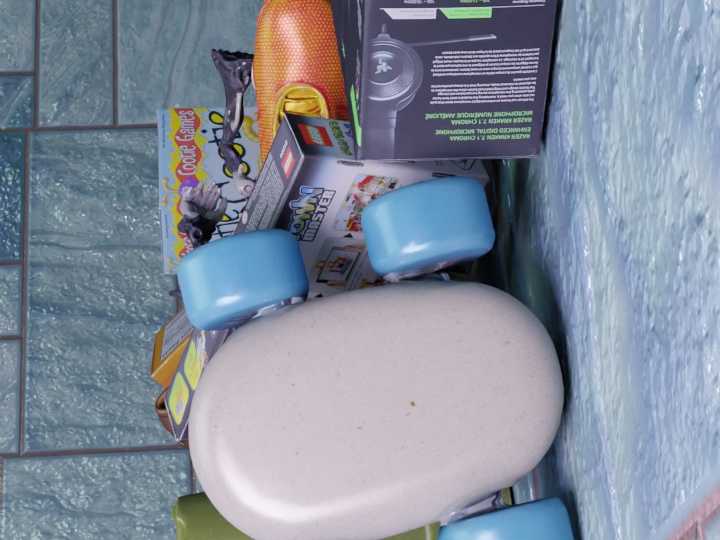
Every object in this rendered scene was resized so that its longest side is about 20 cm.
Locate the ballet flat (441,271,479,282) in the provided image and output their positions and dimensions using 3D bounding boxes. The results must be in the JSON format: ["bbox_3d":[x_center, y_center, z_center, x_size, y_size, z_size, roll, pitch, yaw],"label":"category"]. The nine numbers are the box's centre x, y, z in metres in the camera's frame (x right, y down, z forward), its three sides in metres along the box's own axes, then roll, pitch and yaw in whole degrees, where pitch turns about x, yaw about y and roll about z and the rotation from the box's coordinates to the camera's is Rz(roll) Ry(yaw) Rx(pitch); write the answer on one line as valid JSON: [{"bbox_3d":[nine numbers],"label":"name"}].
[{"bbox_3d":[0.038,-0.009,0.868,0.069,0.070,0.202,-117,26,-61],"label":"ballet flat"}]

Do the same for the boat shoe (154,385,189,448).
[{"bbox_3d":[-0.060,0.055,1.040,0.200,0.067,0.072,-43,29,14],"label":"boat shoe"}]

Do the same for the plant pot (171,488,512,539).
[{"bbox_3d":[-0.015,0.191,0.889,0.200,0.187,0.203,177,90,-85],"label":"plant pot"}]

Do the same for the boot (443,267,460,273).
[{"bbox_3d":[0.000,0.000,0.949,0.068,0.129,0.203,-110,19,-73],"label":"boot"}]

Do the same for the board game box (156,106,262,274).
[{"bbox_3d":[-0.072,-0.070,1.284,0.103,0.197,0.106,98,168,-59],"label":"board game box"}]

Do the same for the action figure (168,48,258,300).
[{"bbox_3d":[-0.063,-0.040,0.996,0.102,0.117,0.203,-103,19,-77],"label":"action figure"}]

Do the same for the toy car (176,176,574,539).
[{"bbox_3d":[0.014,0.075,0.762,0.200,0.175,0.187,50,-155,-80],"label":"toy car"}]

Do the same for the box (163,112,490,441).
[{"bbox_3d":[-0.022,0.012,0.800,0.201,0.109,0.035,-63,35,34],"label":"box"}]

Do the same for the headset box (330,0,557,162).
[{"bbox_3d":[0.037,-0.171,0.729,0.175,0.091,0.202,-99,8,-52],"label":"headset box"}]

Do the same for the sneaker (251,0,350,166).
[{"bbox_3d":[-0.024,-0.061,0.859,0.077,0.072,0.203,-83,-12,-74],"label":"sneaker"}]

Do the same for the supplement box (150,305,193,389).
[{"bbox_3d":[-0.068,0.019,1.112,0.200,0.066,0.069,-43,23,22],"label":"supplement box"}]
